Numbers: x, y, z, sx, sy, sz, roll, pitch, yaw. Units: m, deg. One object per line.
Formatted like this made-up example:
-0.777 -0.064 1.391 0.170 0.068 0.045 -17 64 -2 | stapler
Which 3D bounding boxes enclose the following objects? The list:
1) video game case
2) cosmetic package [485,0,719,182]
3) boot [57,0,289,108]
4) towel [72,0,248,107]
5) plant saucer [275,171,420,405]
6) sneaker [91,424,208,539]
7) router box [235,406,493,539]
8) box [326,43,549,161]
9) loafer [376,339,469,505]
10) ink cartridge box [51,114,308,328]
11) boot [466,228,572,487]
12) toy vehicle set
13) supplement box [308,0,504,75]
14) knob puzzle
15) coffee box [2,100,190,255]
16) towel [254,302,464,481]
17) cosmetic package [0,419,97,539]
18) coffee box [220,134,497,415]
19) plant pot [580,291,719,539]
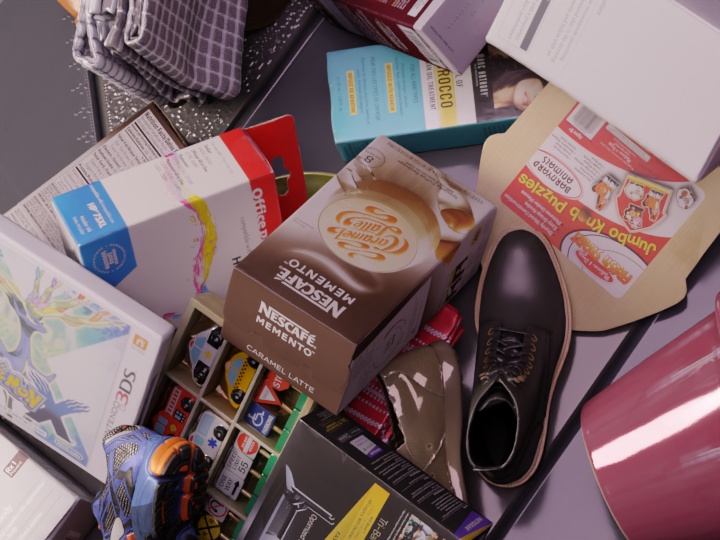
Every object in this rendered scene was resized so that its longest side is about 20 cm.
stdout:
-0.246 0.054 1.650 0.200 0.183 0.022 32 44 10 | video game case
0.242 -0.195 1.654 0.200 0.199 0.123 37 127 15 | cosmetic package
-0.149 -0.251 1.816 0.200 0.074 0.155 -45 68 -7 | boot
-0.148 -0.235 1.689 0.085 0.166 0.201 3 80 19 | towel
-0.042 0.021 1.743 0.199 0.031 0.201 -2 74 8 | plant saucer
-0.167 0.197 1.656 0.078 0.075 0.200 31 125 29 | sneaker
-0.015 0.225 1.621 0.157 0.052 0.200 36 115 17 | router box
0.076 -0.146 1.759 0.199 0.049 0.083 -8 74 8 | box
0.044 0.154 1.650 0.067 0.076 0.201 -3 89 -7 | loafer
-0.124 -0.029 1.665 0.200 0.116 0.067 -22 43 -14 | ink cartridge box
0.116 0.062 1.635 0.077 0.138 0.201 -1 83 10 | boot
-0.112 0.132 1.671 0.124 0.026 0.200 34 116 17 | toy vehicle set
0.042 -0.233 1.727 0.109 0.061 0.200 -51 36 -7 | supplement box
0.177 -0.041 1.711 0.219 0.030 0.220 1 95 9 | knob puzzle
-0.210 -0.033 1.743 0.200 0.113 0.080 -38 73 -3 | coffee box
-0.028 0.081 1.697 0.144 0.022 0.200 33 82 17 | towel
-0.313 0.165 1.720 0.200 0.090 0.107 35 86 14 | cosmetic package
0.000 0.000 1.635 0.114 0.080 0.200 32 47 15 | coffee box
0.268 0.121 1.590 0.179 0.200 0.200 -24 72 18 | plant pot
